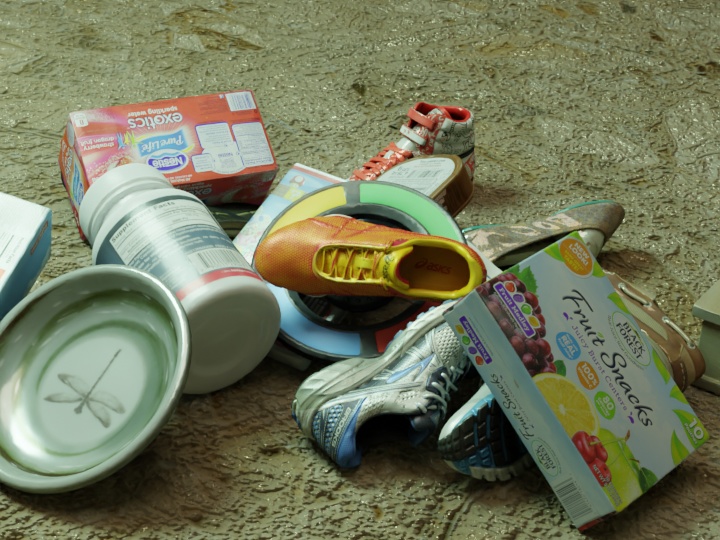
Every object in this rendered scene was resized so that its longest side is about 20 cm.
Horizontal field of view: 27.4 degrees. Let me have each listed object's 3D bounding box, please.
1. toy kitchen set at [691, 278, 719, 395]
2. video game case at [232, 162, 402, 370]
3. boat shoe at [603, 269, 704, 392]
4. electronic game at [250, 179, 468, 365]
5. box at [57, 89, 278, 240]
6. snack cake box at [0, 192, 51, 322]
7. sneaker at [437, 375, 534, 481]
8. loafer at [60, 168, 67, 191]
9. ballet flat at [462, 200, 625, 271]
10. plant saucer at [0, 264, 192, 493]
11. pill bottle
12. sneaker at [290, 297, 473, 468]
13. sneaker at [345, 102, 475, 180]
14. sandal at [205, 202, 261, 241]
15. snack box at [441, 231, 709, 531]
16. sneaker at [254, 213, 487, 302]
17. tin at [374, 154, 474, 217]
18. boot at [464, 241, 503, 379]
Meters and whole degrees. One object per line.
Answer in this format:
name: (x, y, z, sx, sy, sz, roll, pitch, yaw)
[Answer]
toy kitchen set: (0.418, 0.028, 1.297, 0.199, 0.164, 0.180, 22, 34, 28)
video game case: (-0.057, -0.008, 1.371, 0.142, 0.018, 0.200, 20, 58, 27)
boat shoe: (0.232, 0.046, 1.323, 0.071, 0.076, 0.200, -14, 43, -23)
electronic game: (0.000, 0.000, 1.312, 0.198, 0.042, 0.201, -2, 53, 3)
box: (-0.196, -0.108, 1.497, 0.198, 0.096, 0.100, -11, 67, -24)
snack cake box: (-0.352, 0.019, 1.245, 0.114, 0.067, 0.201, 19, 49, 3)
sneaker: (0.121, 0.112, 1.225, 0.086, 0.076, 0.199, 13, 25, 41)
loafer: (-0.228, -0.118, 1.588, 0.199, 0.069, 0.070, -19, 2, -24)
ballet flat: (0.186, -0.017, 1.467, 0.198, 0.068, 0.068, -13, 52, -18)
plant saucer: (-0.217, 0.091, 1.173, 0.198, 0.050, 0.202, -11, 55, 16)
pill bottle: (-0.165, 0.000, 1.286, 0.119, 0.120, 0.200, -14, 45, -30)
sneaker: (0.048, 0.099, 1.204, 0.199, 0.077, 0.085, -30, 53, -10)
sneaker: (0.038, -0.118, 1.565, 0.200, 0.109, 0.067, -15, 34, -30)
sandal: (-0.147, -0.032, 1.453, 0.200, 0.058, 0.080, -2, 20, -41)
snack box: (0.173, 0.084, 1.171, 0.142, 0.053, 0.201, -27, 82, -43)
sneaker: (0.008, -0.011, 1.242, 0.198, 0.074, 0.077, 1, 0, 6)
tin: (0.032, -0.053, 1.459, 0.111, 0.042, 0.200, -3, 33, 45)
boot: (0.085, 0.031, 1.353, 0.090, 0.073, 0.200, -28, 26, -13)
